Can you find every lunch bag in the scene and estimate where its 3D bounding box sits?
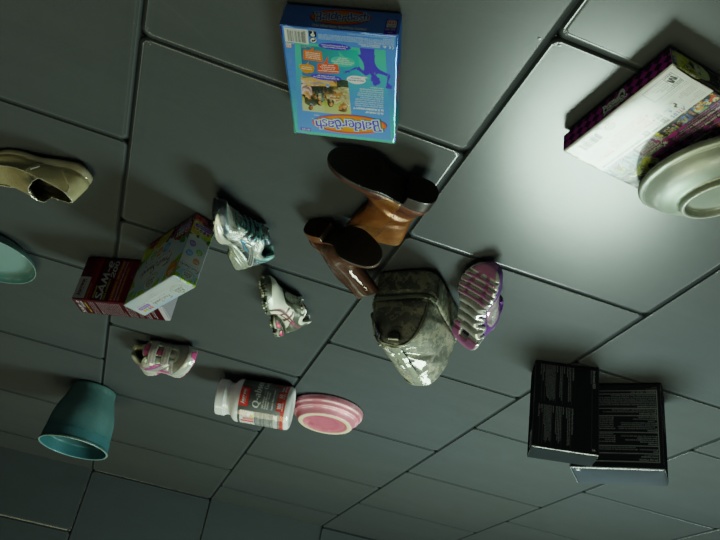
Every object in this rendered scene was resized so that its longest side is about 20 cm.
[{"bbox_3d":[0.102,0.115,1.482,0.139,0.168,0.200,-4,145,22],"label":"lunch bag"}]

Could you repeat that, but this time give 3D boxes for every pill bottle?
[{"bbox_3d":[-0.279,0.351,2.027,0.200,0.116,0.116,9,148,3],"label":"pill bottle"}]

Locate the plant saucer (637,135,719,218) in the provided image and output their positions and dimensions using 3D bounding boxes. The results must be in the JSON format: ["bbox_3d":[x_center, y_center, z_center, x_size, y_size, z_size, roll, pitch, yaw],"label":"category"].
[{"bbox_3d":[0.490,-0.117,1.053,0.200,0.050,0.200,-6,156,-3],"label":"plant saucer"}]

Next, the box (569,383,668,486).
[{"bbox_3d":[0.580,0.370,1.718,0.200,0.199,0.123,-4,145,24],"label":"box"}]

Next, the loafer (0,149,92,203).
[{"bbox_3d":[-0.576,-0.161,1.342,0.200,0.068,0.076,5,148,9],"label":"loafer"}]

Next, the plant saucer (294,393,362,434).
[{"bbox_3d":[-0.095,0.405,2.120,0.200,0.051,0.201,7,149,5],"label":"plant saucer"}]

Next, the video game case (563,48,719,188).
[{"bbox_3d":[0.409,-0.189,1.028,0.181,0.036,0.200,21,147,-18],"label":"video game case"}]

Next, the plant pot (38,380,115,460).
[{"bbox_3d":[-0.820,0.437,2.261,0.200,0.188,0.200,7,148,5],"label":"plant pot"}]

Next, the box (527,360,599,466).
[{"bbox_3d":[0.441,0.309,1.659,0.141,0.200,0.079,6,148,9],"label":"box"}]

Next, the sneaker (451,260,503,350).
[{"bbox_3d":[0.235,0.056,1.446,0.080,0.088,0.200,41,140,32],"label":"sneaker"}]

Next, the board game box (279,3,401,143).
[{"bbox_3d":[-0.022,-0.261,1.036,0.152,0.045,0.200,7,148,5],"label":"board game box"}]

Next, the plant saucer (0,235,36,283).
[{"bbox_3d":[-0.800,-0.034,1.655,0.200,0.027,0.200,8,148,5],"label":"plant saucer"}]

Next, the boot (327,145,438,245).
[{"bbox_3d":[0.014,-0.119,1.263,0.188,0.069,0.200,15,159,-12],"label":"boot"}]

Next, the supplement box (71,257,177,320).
[{"bbox_3d":[-0.484,0.037,1.594,0.200,0.109,0.061,4,147,9],"label":"supplement box"}]

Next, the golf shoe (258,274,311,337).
[{"bbox_3d":[-0.161,0.064,1.593,0.088,0.077,0.200,-12,149,-1],"label":"golf shoe"}]

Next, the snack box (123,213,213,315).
[{"bbox_3d":[-0.364,-0.008,1.452,0.053,0.142,0.200,32,143,-30],"label":"snack box"}]

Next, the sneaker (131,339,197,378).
[{"bbox_3d":[-0.500,0.219,1.916,0.200,0.081,0.088,-10,145,29],"label":"sneaker"}]

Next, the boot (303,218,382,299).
[{"bbox_3d":[0.000,0.000,1.387,0.186,0.064,0.200,31,161,39],"label":"boot"}]

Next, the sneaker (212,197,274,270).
[{"bbox_3d":[-0.210,-0.074,1.384,0.086,0.078,0.200,-8,153,7],"label":"sneaker"}]
